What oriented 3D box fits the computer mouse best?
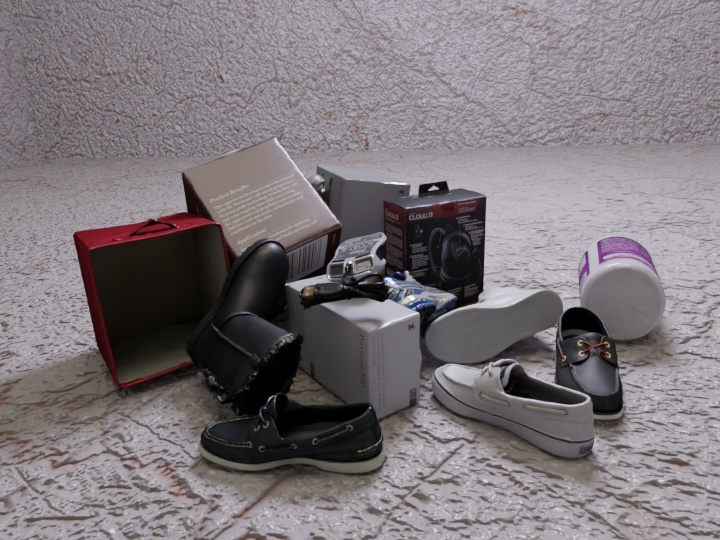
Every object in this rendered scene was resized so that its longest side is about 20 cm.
[{"bbox_3d":[-0.003,0.001,0.747,0.107,0.045,0.200,-12,17,17],"label":"computer mouse"}]

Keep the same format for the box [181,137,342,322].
[{"bbox_3d":[-0.150,-0.055,0.916,0.163,0.166,0.201,-26,63,-24],"label":"box"}]

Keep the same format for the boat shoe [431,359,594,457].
[{"bbox_3d":[0.158,0.131,0.654,0.071,0.068,0.198,-16,23,-35],"label":"boat shoe"}]

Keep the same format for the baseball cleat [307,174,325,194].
[{"bbox_3d":[-0.128,-0.128,1.056,0.069,0.107,0.200,-38,-4,-34],"label":"baseball cleat"}]

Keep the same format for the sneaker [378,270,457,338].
[{"bbox_3d":[0.072,0.038,0.819,0.085,0.077,0.199,44,10,18],"label":"sneaker"}]

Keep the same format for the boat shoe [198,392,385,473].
[{"bbox_3d":[-0.072,0.157,0.608,0.194,0.068,0.075,2,19,15],"label":"boat shoe"}]

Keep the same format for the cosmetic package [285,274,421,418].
[{"bbox_3d":[-0.013,0.085,0.745,0.079,0.116,0.199,-13,19,-30],"label":"cosmetic package"}]

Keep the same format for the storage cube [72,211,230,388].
[{"bbox_3d":[-0.282,0.025,0.828,0.168,0.206,0.178,-15,16,-29],"label":"storage cube"}]

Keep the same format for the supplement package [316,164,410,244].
[{"bbox_3d":[-0.006,-0.108,1.032,0.114,0.120,0.200,3,14,-19],"label":"supplement package"}]

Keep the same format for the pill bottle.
[{"bbox_3d":[0.382,0.014,0.896,0.109,0.115,0.200,4,20,18],"label":"pill bottle"}]

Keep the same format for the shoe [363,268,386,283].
[{"bbox_3d":[0.000,0.000,0.950,0.069,0.054,0.200,-21,14,21],"label":"shoe"}]

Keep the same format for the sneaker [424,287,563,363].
[{"bbox_3d":[0.169,0.074,0.843,0.195,0.076,0.115,-14,3,-11],"label":"sneaker"}]

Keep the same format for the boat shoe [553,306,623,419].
[{"bbox_3d":[0.270,0.106,0.724,0.072,0.065,0.202,4,21,10],"label":"boat shoe"}]

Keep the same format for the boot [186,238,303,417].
[{"bbox_3d":[-0.120,0.066,0.719,0.161,0.073,0.200,23,75,50],"label":"boot"}]

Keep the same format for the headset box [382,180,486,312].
[{"bbox_3d":[0.115,-0.034,0.933,0.145,0.206,0.077,-11,20,-23],"label":"headset box"}]
